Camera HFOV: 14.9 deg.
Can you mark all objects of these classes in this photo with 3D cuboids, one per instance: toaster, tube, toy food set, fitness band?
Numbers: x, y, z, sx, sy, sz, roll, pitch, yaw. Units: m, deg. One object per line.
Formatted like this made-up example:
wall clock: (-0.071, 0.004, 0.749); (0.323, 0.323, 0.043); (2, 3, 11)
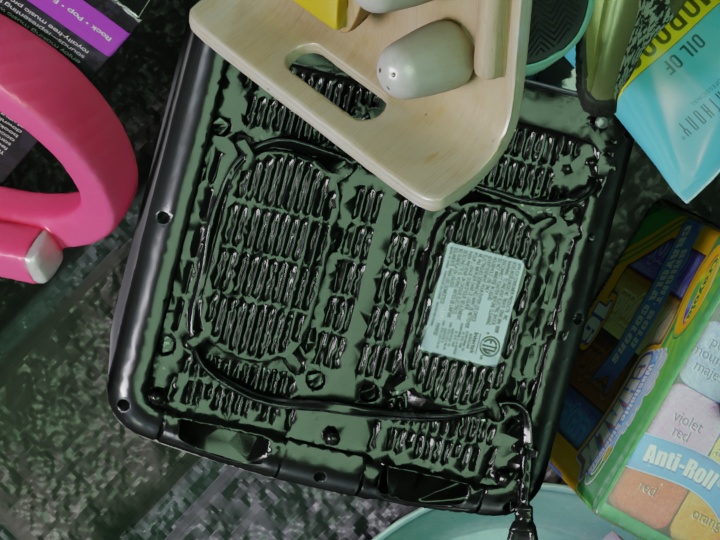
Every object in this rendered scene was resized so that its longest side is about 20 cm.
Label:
toaster: (0.000, 0.000, 1.095); (0.180, 0.119, 0.201); (13, 97, -8)
tube: (0.093, -0.111, 1.060); (0.077, 0.200, 0.050); (-46, 145, 5)
toy food set: (-0.010, -0.135, 0.902); (0.060, 0.143, 0.200); (-24, 135, -32)
fitness band: (-0.181, -0.059, 1.076); (0.200, 0.144, 0.037); (12, 57, 26)

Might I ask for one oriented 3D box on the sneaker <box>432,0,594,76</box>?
sneaker: (0.019, -0.169, 0.991); (0.078, 0.140, 0.201); (-8, 98, -19)

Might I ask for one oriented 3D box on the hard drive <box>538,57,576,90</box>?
hard drive: (0.028, -0.074, 1.164); (0.139, 0.033, 0.200); (26, 95, -10)

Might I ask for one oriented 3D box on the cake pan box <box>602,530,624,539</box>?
cake pan box: (0.100, 0.243, 1.178); (0.200, 0.052, 0.184); (-41, 99, 1)

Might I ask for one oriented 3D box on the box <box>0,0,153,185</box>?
box: (-0.170, -0.108, 1.062); (0.143, 0.200, 0.036); (35, 59, -11)

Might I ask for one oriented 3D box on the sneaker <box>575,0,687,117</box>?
sneaker: (0.142, -0.138, 0.999); (0.088, 0.077, 0.200); (26, 80, 12)

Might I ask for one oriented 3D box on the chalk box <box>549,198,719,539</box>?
chalk box: (0.162, 0.062, 1.115); (0.125, 0.200, 0.124); (29, 94, -10)

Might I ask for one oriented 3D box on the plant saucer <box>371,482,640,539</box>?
plant saucer: (0.066, 0.187, 1.207); (0.199, 0.036, 0.201); (-1, 100, -7)
